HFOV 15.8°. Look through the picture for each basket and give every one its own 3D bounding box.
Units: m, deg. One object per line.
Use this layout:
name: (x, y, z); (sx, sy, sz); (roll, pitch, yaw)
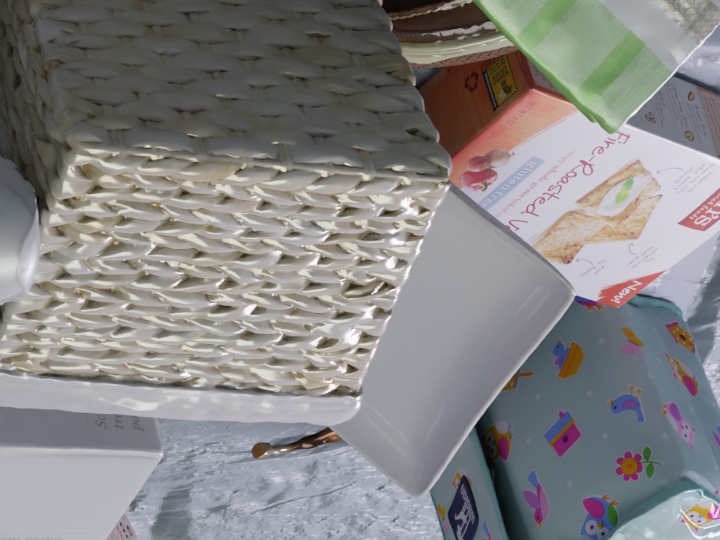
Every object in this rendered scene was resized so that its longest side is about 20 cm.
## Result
basket: (-0.090, -0.053, 1.191); (0.199, 0.199, 0.161); (4, 133, -24)

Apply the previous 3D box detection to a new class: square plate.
square plate: (0.000, 0.000, 1.363); (0.028, 0.200, 0.198); (-43, 171, -45)

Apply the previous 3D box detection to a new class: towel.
towel: (0.130, -0.179, 1.149); (0.149, 0.031, 0.200); (42, 95, -22)

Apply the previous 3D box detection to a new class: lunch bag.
lunch bag: (0.123, 0.128, 1.576); (0.200, 0.171, 0.122); (-38, 142, 26)

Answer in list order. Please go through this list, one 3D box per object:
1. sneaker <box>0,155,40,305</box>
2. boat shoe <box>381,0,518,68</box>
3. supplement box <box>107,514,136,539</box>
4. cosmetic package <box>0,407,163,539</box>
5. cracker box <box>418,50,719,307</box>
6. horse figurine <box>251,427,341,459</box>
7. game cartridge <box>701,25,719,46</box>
sneaker: (-0.220, -0.031, 1.100); (0.080, 0.199, 0.077); (-7, 112, -54)
boat shoe: (0.092, -0.163, 1.236); (0.201, 0.075, 0.075); (-20, 128, -3)
supplement box: (-0.206, 0.206, 1.530); (0.125, 0.200, 0.074); (-21, 116, 10)
cosmetic package: (-0.225, 0.078, 1.366); (0.164, 0.166, 0.200); (4, 143, -29)
cracker box: (0.112, -0.055, 1.404); (0.199, 0.058, 0.134); (15, 137, -39)
horse figurine: (0.016, 0.048, 1.520); (0.132, 0.050, 0.200); (-5, 142, -38)
game cartridge: (0.144, -0.172, 1.186); (0.199, 0.040, 0.134); (6, 110, -19)
